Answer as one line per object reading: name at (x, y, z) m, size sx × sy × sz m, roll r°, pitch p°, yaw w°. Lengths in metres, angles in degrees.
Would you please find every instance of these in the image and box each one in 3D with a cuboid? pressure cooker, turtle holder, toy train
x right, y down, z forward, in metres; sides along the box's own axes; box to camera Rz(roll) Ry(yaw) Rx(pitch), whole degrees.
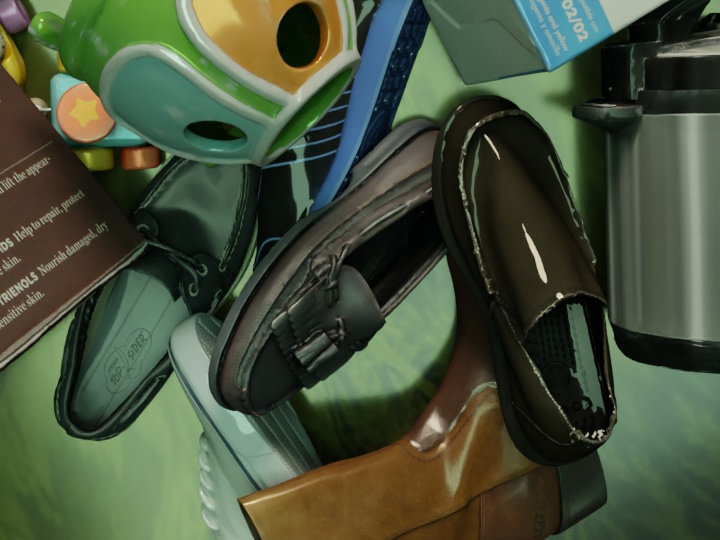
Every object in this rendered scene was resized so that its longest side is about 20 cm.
pressure cooker at (0.209, -0.054, 0.914) m, size 0.178 × 0.176 × 0.201 m, roll 2°, pitch 98°, yaw 30°
turtle holder at (-0.080, -0.111, 0.874) m, size 0.132 × 0.141 × 0.186 m, roll 45°, pitch 129°, yaw 4°
toy train at (-0.170, -0.143, 0.973) m, size 0.200 × 0.056 × 0.150 m, roll 37°, pitch 97°, yaw -3°

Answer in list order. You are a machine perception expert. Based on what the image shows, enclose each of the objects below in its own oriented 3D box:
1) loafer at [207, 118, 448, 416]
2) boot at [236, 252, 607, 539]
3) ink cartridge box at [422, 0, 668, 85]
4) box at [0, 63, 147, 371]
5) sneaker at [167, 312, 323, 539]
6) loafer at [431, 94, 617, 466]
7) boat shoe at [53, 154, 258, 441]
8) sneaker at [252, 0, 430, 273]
loafer at (0.000, 0.000, 0.930) m, size 0.063 × 0.072 × 0.200 m, roll 23°, pitch 63°, yaw 35°
boot at (0.021, 0.089, 0.962) m, size 0.200 × 0.068 × 0.189 m, roll -23°, pitch 109°, yaw -19°
ink cartridge box at (0.140, -0.174, 0.907) m, size 0.200 × 0.115 × 0.068 m, roll -32°, pitch 102°, yaw -14°
box at (-0.256, -0.017, 0.913) m, size 0.166 × 0.164 × 0.200 m, roll -37°, pitch 95°, yaw 32°
sneaker at (-0.061, 0.118, 0.983) m, size 0.071 × 0.073 × 0.200 m, roll -26°, pitch 106°, yaw 15°
loafer at (0.097, 0.004, 0.910) m, size 0.073 × 0.071 × 0.200 m, roll -20°, pitch 96°, yaw -21°
boat shoe at (-0.116, 0.010, 0.985) m, size 0.074 × 0.066 × 0.200 m, roll 34°, pitch 97°, yaw -1°
sneaker at (-0.029, -0.081, 0.976) m, size 0.078 × 0.070 × 0.200 m, roll 25°, pitch 100°, yaw 15°
